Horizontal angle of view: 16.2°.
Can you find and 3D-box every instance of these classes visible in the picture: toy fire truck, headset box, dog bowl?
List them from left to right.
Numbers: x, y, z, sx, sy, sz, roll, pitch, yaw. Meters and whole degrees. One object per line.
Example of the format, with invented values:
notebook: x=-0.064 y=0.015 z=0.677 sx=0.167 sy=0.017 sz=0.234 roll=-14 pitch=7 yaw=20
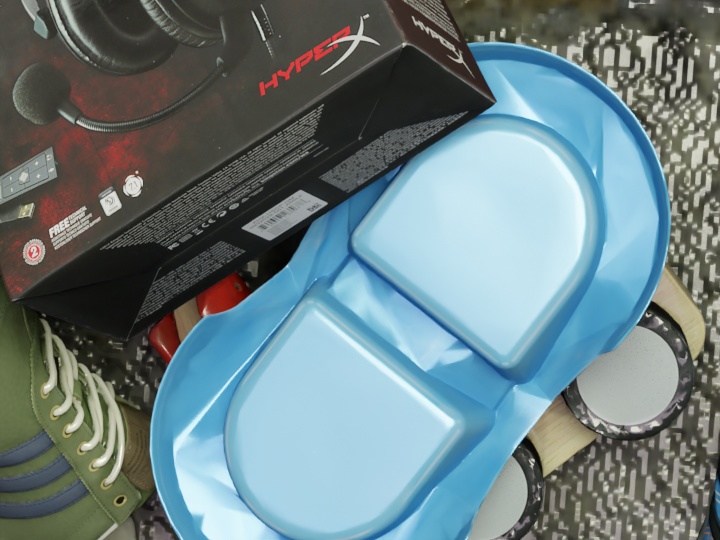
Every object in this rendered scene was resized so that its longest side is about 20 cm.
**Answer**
headset box: x=-0.070 y=-0.104 z=0.806 sx=0.148 sy=0.077 sz=0.201 roll=-31 pitch=68 yaw=16
toy fire truck: x=0.000 y=0.000 z=0.905 sx=0.176 sy=0.129 sz=0.200 roll=-38 pitch=95 yaw=8
dog bowl: x=0.019 y=0.020 z=0.824 sx=0.111 sy=0.050 sz=0.200 roll=38 pitch=96 yaw=8

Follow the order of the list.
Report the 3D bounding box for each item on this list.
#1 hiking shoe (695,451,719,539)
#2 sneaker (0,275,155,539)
hiking shoe: x=0.147 y=0.087 z=0.874 sx=0.074 sy=0.087 sz=0.201 roll=2 pitch=81 yaw=11
sneaker: x=-0.110 y=0.051 z=0.895 sx=0.089 sy=0.201 sz=0.067 roll=5 pitch=53 yaw=-7
